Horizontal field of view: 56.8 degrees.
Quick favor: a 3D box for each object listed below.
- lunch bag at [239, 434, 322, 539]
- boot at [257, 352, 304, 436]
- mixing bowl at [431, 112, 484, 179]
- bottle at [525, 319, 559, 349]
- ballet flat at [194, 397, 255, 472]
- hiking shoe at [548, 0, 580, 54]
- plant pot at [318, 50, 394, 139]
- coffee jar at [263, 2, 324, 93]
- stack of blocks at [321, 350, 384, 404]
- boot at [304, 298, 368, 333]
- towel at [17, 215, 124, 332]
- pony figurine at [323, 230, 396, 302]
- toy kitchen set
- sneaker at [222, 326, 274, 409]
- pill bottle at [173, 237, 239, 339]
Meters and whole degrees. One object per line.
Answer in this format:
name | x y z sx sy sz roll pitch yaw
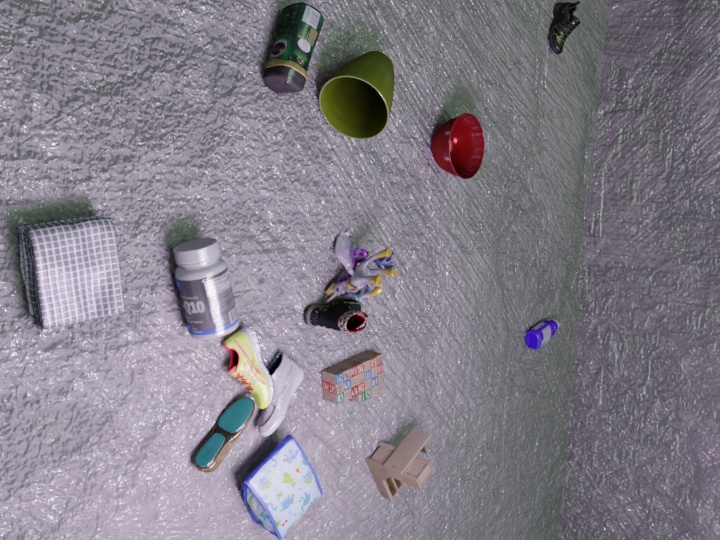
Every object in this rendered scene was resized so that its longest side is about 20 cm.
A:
lunch bag | -0.205 0.534 1.667 0.170 0.127 0.201 -42 135 -35
boot | -0.222 0.304 1.663 0.096 0.073 0.201 48 53 -33
mixing bowl | 0.292 -0.389 2.087 0.199 0.108 0.202 -11 105 -47
bottle | 0.753 0.255 2.739 0.199 0.065 0.084 -24 117 -44
ballet flat | -0.319 0.391 1.576 0.200 0.070 0.065 -50 157 -27
hiking shoe | 0.788 -0.937 2.559 0.075 0.100 0.202 4 93 -48
plant pot | 0.013 -0.477 1.731 0.188 0.186 0.201 58 40 -36
coffee jar | -0.159 -0.517 1.565 0.085 0.104 0.202 23 80 -45
stack of blocks | -0.018 0.314 1.890 0.199 0.058 0.116 -16 108 -46
boot | -0.030 0.124 1.775 0.203 0.153 0.074 -6 101 -47
towel | -0.535 0.006 1.243 0.165 0.085 0.202 -17 109 -45
pony figurine | 0.000 0.000 1.789 0.167 0.199 0.194 49 45 -33
toy kitchen set | 0.160 0.604 2.030 0.163 0.199 0.181 -43 126 -34
sneaker | -0.273 0.241 1.580 0.090 0.078 0.201 -22 95 -38
pill bottle | -0.338 0.038 1.447 0.113 0.113 0.202 -27 115 -43
